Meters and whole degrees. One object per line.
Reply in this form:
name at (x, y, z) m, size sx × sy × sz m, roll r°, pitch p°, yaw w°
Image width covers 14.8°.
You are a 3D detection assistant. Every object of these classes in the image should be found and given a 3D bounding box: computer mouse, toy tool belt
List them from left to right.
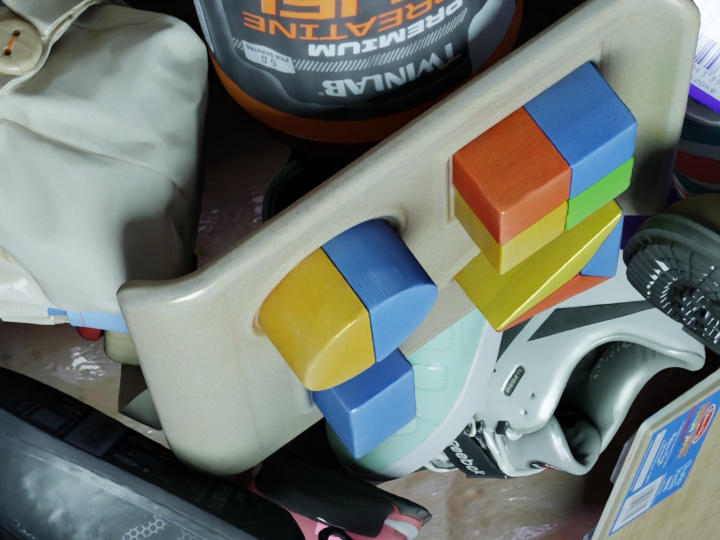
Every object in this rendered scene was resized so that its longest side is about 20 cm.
toy tool belt at (-0.115, -0.023, 0.937) m, size 0.122 × 0.126 × 0.200 m, roll 8°, pitch 158°, yaw -1°
computer mouse at (-0.071, 0.097, 0.962) m, size 0.053 × 0.199 × 0.138 m, roll -63°, pitch 174°, yaw 7°

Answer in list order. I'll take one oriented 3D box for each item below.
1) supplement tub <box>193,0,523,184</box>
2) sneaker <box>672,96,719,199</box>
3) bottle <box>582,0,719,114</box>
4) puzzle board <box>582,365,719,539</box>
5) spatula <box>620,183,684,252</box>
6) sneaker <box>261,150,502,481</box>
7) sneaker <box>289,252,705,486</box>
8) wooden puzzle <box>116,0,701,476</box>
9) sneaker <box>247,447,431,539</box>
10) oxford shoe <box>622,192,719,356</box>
supplement tub at (-0.005, -0.108, 0.859) m, size 0.106 × 0.107 × 0.201 m, roll -16°, pitch 144°, yaw 0°
sneaker at (0.196, -0.084, 1.005) m, size 0.199 × 0.071 × 0.093 m, roll -21°, pitch 150°, yaw 12°
bottle at (0.174, -0.071, 0.941) m, size 0.199 × 0.065 × 0.084 m, roll 29°, pitch 108°, yaw -14°
puzzle board at (0.152, 0.084, 1.211) m, size 0.150 × 0.017 × 0.201 m, roll -30°, pitch 154°, yaw -28°
spatula at (0.159, -0.018, 1.101) m, size 0.199 × 0.057 × 0.021 m, roll 8°, pitch 122°, yaw -45°
sneaker at (0.000, -0.001, 1.034) m, size 0.117 × 0.074 × 0.201 m, roll 0°, pitch 132°, yaw -33°
sneaker at (0.053, 0.053, 1.122) m, size 0.200 × 0.089 × 0.074 m, roll -35°, pitch 142°, yaw 27°
wooden puzzle at (0.025, 0.001, 0.907) m, size 0.199 × 0.046 × 0.185 m, roll -30°, pitch 162°, yaw -9°
sneaker at (-0.023, 0.129, 1.124) m, size 0.073 × 0.087 × 0.200 m, roll 22°, pitch 167°, yaw 1°
oxford shoe at (0.146, -0.008, 0.978) m, size 0.085 × 0.072 × 0.200 m, roll -56°, pitch 162°, yaw 3°
